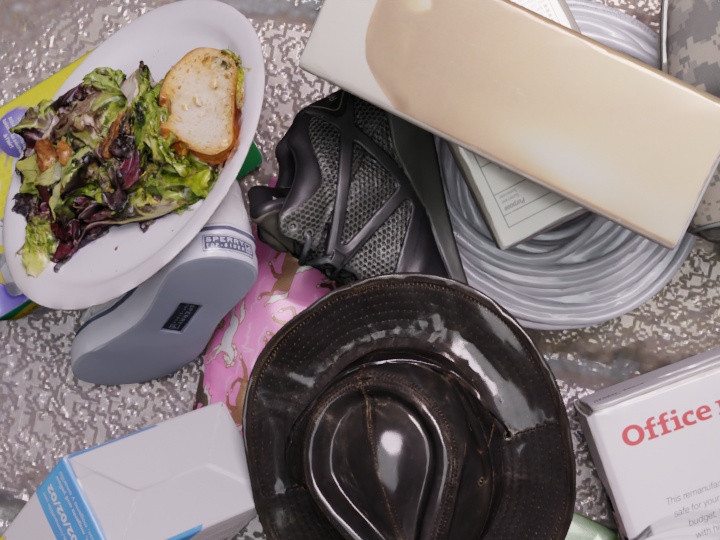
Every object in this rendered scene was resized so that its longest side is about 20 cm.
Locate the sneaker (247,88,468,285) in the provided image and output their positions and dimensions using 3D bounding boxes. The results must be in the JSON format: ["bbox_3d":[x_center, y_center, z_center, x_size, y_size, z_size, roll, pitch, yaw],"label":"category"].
[{"bbox_3d":[0.000,0.000,0.754,0.113,0.076,0.203,-17,96,-15],"label":"sneaker"}]

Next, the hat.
[{"bbox_3d":[0.021,0.106,0.687,0.197,0.081,0.204,1,97,7],"label":"hat"}]

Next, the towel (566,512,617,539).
[{"bbox_3d":[0.047,0.194,0.846,0.197,0.031,0.151,22,92,3],"label":"towel"}]

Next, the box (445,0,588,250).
[{"bbox_3d":[0.075,-0.120,0.748,0.094,0.078,0.202,-24,90,4],"label":"box"}]

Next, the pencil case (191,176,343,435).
[{"bbox_3d":[-0.046,0.043,0.826,0.082,0.086,0.203,19,92,-34],"label":"pencil case"}]

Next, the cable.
[{"bbox_3d":[0.114,-0.065,0.822,0.197,0.069,0.203,-10,91,3],"label":"cable"}]

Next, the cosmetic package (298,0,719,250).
[{"bbox_3d":[0.079,-0.090,0.654,0.198,0.105,0.072,26,102,6],"label":"cosmetic package"}]

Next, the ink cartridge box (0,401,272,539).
[{"bbox_3d":[-0.152,0.167,0.781,0.068,0.114,0.200,57,132,17],"label":"ink cartridge box"}]

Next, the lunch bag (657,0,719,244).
[{"bbox_3d":[0.255,-0.105,0.746,0.138,0.198,0.170,-21,74,40],"label":"lunch bag"}]

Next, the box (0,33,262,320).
[{"bbox_3d":[-0.171,-0.067,0.849,0.198,0.048,0.118,-31,88,1],"label":"box"}]

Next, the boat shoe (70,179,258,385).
[{"bbox_3d":[-0.123,-0.001,0.802,0.074,0.202,0.087,8,60,-26],"label":"boat shoe"}]

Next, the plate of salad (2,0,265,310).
[{"bbox_3d":[-0.138,-0.073,0.750,0.198,0.048,0.203,-20,54,29],"label":"plate of salad"}]

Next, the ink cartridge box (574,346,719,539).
[{"bbox_3d":[0.231,0.151,0.808,0.145,0.083,0.203,-19,90,3],"label":"ink cartridge box"}]
